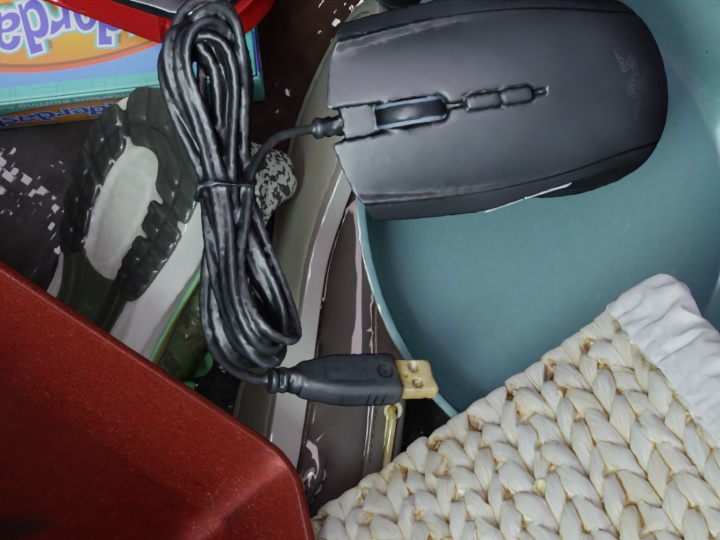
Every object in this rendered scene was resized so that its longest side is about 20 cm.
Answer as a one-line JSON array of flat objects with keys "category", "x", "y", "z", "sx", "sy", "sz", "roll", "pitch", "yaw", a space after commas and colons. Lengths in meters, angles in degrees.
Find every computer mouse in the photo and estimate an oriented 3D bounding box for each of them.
[{"category": "computer mouse", "x": 0.032, "y": -0.027, "z": 0.889, "sx": 0.199, "sy": 0.046, "sz": 0.141, "roll": -4, "pitch": 88, "yaw": -27}]

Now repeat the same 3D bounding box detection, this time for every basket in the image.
[{"category": "basket", "x": 0.100, "y": 0.146, "z": 0.861, "sx": 0.160, "sy": 0.200, "sz": 0.199, "roll": -29, "pitch": 115, "yaw": 2}]

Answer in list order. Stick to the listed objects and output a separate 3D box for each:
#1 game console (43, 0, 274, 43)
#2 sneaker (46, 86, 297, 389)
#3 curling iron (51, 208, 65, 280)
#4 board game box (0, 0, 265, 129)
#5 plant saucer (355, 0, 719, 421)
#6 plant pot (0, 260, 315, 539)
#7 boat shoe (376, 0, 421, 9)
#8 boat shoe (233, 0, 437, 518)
[{"category": "game console", "x": -0.090, "y": -0.196, "z": 0.981, "sx": 0.176, "sy": 0.031, "sz": 0.201, "roll": 19, "pitch": 82, "yaw": 7}, {"category": "sneaker", "x": -0.077, "y": 0.031, "z": 0.966, "sx": 0.077, "sy": 0.088, "sz": 0.201, "roll": 42, "pitch": 114, "yaw": 37}, {"category": "curling iron", "x": -0.148, "y": 0.042, "z": 0.991, "sx": 0.200, "sy": 0.026, "sz": 0.050, "roll": -43, "pitch": 118, "yaw": -1}, {"category": "board game box", "x": -0.121, "y": -0.158, "z": 1.009, "sx": 0.151, "sy": 0.045, "sz": 0.201, "roll": -5, "pitch": 82, "yaw": 0}, {"category": "plant saucer", "x": 0.079, "y": -0.024, "z": 0.960, "sx": 0.199, "sy": 0.036, "sz": 0.201, "roll": 1, "pitch": 87, "yaw": -27}, {"category": "plant pot", "x": -0.134, "y": 0.130, "z": 0.797, "sx": 0.176, "sy": 0.200, "sz": 0.200, "roll": -40, "pitch": 126, "yaw": 19}, {"category": "boat shoe", "x": 0.014, "y": -0.126, "z": 0.950, "sx": 0.074, "sy": 0.199, "sz": 0.066, "roll": 29, "pitch": 111, "yaw": 27}, {"category": "boat shoe", "x": 0.000, "y": 0.000, "z": 0.976, "sx": 0.059, "sy": 0.072, "sz": 0.201, "roll": 16, "pitch": 76, "yaw": -17}]
